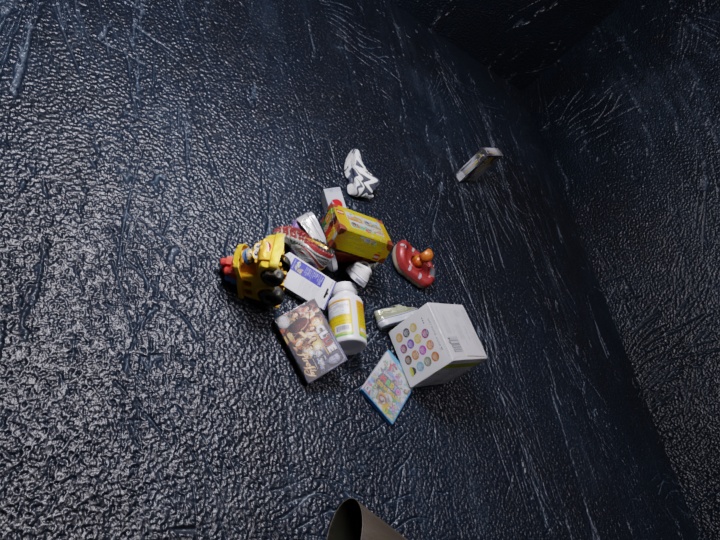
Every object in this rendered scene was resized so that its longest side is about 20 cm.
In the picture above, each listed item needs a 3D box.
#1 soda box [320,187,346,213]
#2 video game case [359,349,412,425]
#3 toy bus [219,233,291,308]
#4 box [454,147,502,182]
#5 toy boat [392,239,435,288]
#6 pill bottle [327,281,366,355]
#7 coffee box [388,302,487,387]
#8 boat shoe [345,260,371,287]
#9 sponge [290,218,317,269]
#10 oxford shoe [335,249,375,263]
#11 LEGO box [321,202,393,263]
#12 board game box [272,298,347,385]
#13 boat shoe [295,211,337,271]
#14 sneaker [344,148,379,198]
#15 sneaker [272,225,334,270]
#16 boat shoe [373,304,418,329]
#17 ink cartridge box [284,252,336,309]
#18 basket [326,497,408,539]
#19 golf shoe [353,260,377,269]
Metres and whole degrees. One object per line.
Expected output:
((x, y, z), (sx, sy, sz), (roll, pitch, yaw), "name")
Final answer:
((-0.078, -0.180, 1.883), (0.062, 0.068, 0.203), (-9, 67, -19), "soda box")
((0.089, 0.359, 1.710), (0.144, 0.018, 0.200), (49, 39, -5), "video game case")
((-0.285, -0.011, 1.478), (0.188, 0.201, 0.138), (11, 53, -2), "toy bus")
((0.568, -0.506, 2.660), (0.157, 0.200, 0.049), (-12, 66, -48), "box")
((0.213, -0.038, 2.029), (0.199, 0.130, 0.132), (35, 42, -21), "toy boat")
((-0.043, 0.141, 1.665), (0.110, 0.111, 0.203), (19, 50, -34), "pill bottle")
((0.249, 0.243, 1.798), (0.198, 0.197, 0.202), (5, 54, -45), "coffee box")
((0.000, 0.000, 1.758), (0.072, 0.066, 0.200), (37, 3, -5), "boat shoe")
((-0.179, -0.063, 1.743), (0.111, 0.030, 0.202), (31, 44, -25), "sponge")
((-0.036, -0.069, 1.830), (0.196, 0.071, 0.074), (7, 71, -22), "oxford shoe")
((-0.012, -0.118, 1.747), (0.197, 0.078, 0.150), (17, 30, -27), "LEGO box")
((-0.141, 0.197, 1.546), (0.134, 0.035, 0.202), (-27, 81, -23), "board game box")
((-0.138, -0.082, 1.725), (0.065, 0.072, 0.203), (-28, 98, -20), "boat shoe")
((0.012, -0.361, 2.107), (0.128, 0.079, 0.202), (17, 52, -37), "sneaker")
((-0.180, -0.067, 1.664), (0.198, 0.083, 0.078), (29, 24, 1), "sneaker")
((0.128, 0.146, 1.861), (0.198, 0.072, 0.063), (-10, 71, -44), "boat shoe")
((-0.174, 0.030, 1.648), (0.198, 0.039, 0.101), (34, 67, -21), "ink cartridge box")
((0.031, 0.681, 1.338), (0.199, 0.135, 0.182), (37, 37, -24), "basket")
((0.005, -0.101, 1.920), (0.096, 0.078, 0.203), (10, 54, -32), "golf shoe")
